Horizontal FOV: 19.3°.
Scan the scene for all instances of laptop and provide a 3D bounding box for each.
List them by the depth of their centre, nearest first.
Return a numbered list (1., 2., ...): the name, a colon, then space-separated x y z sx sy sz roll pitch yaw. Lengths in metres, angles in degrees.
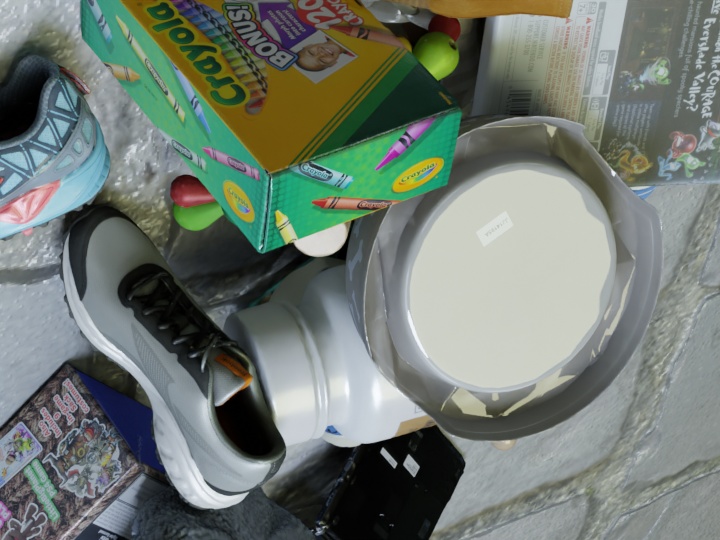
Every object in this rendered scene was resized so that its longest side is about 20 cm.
1. laptop: -0.026 0.189 1.655 0.200 0.103 0.177 -62 150 -15

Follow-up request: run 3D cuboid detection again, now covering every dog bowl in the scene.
1. dog bowl: 0.081 -0.001 1.262 0.199 0.059 0.201 -8 110 -23

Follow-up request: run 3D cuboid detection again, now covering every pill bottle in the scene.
1. pill bottle: 0.020 0.047 1.349 0.199 0.115 0.115 -14 138 -20

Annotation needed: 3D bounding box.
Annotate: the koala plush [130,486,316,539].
1. koala plush: -0.122 0.244 1.347 0.177 0.184 0.200 14 140 -41

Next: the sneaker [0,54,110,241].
1. sneaker: -0.233 -0.052 1.144 0.200 0.079 0.096 -34 137 -25

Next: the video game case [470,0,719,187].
1. video game case: 0.161 -0.138 1.272 0.181 0.023 0.201 -3 124 -15

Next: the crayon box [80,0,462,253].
1. crayon box: -0.052 -0.107 1.130 0.118 0.200 0.058 -21 142 -27

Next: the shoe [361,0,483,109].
1. shoe: 0.037 -0.152 1.276 0.053 0.070 0.200 -57 152 -17

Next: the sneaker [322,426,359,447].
1. sneaker: 0.045 0.043 1.500 0.199 0.077 0.111 -30 154 -5

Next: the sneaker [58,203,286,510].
1. sneaker: -0.107 0.045 1.274 0.079 0.201 0.074 -26 -173 46

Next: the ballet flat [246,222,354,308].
1. ballet flat: 0.000 0.000 1.414 0.200 0.067 0.070 -40 156 1

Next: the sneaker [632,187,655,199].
1. sneaker: 0.150 -0.051 1.488 0.200 0.079 0.089 -15 145 -49

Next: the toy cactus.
1. toy cactus: -0.027 -0.072 1.209 0.199 0.165 0.102 -22 121 9

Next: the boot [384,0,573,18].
1. boot: 0.064 -0.233 1.148 0.143 0.071 0.202 1 119 -3

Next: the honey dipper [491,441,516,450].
1. honey dipper: 0.090 0.094 1.645 0.038 0.038 0.200 -39 150 -2

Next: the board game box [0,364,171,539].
1. board game box: -0.196 0.185 1.405 0.200 0.097 0.159 -44 146 5
